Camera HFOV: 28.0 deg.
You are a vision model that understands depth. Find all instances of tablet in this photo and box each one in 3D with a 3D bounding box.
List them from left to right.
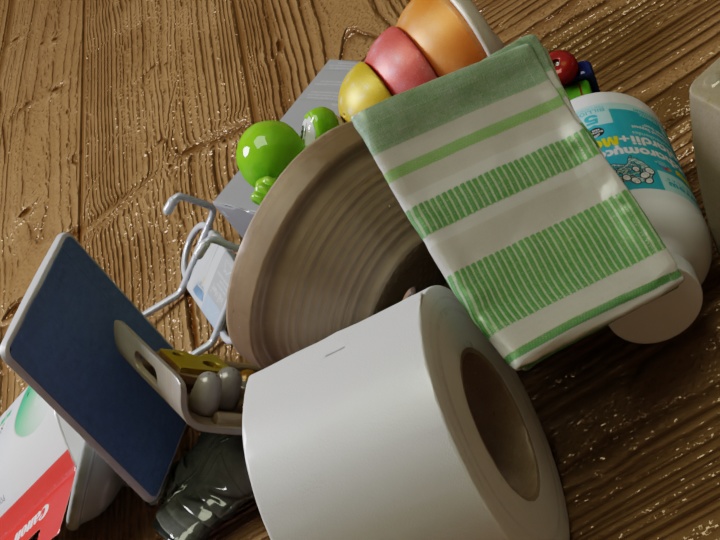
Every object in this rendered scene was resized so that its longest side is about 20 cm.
[{"bbox_3d":[-0.204,0.080,1.164,0.014,0.200,0.131,-12,42,32],"label":"tablet"}]

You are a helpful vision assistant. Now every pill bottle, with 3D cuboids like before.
[{"bbox_3d":[0.194,-0.037,1.070,0.110,0.111,0.201,-29,36,16],"label":"pill bottle"}]

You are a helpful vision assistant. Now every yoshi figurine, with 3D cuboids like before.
[{"bbox_3d":[-0.069,-0.045,1.250,0.112,0.112,0.202,3,84,42],"label":"yoshi figurine"}]

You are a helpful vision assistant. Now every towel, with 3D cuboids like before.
[{"bbox_3d":[0.106,-0.047,0.952,0.152,0.201,0.023,-26,-12,-20],"label":"towel"}]

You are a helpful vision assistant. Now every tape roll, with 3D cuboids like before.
[{"bbox_3d":[0.034,0.128,0.957,0.138,0.203,0.203,-26,36,19],"label":"tape roll"}]

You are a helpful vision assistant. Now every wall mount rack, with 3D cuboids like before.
[{"bbox_3d":[-0.176,0.027,1.396,0.175,0.074,0.200,-65,30,14],"label":"wall mount rack"}]

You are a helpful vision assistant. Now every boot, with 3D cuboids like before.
[{"bbox_3d":[-0.101,0.183,1.161,0.131,0.068,0.200,-50,29,-3],"label":"boot"}]

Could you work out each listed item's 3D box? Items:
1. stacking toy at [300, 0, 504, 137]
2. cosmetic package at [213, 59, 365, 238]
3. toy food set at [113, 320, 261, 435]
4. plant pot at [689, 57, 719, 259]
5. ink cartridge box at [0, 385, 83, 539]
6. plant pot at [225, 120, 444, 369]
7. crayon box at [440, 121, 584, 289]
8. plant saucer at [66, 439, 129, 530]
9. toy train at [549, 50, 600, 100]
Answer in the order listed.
[{"bbox_3d":[0.029,-0.159,1.311,0.199,0.147,0.146,-32,33,-7],"label":"stacking toy"},{"bbox_3d":[-0.037,-0.106,1.398,0.107,0.090,0.201,17,66,51],"label":"cosmetic package"},{"bbox_3d":[-0.085,0.079,1.155,0.143,0.199,0.061,32,108,54],"label":"toy food set"},{"bbox_3d":[0.328,-0.079,0.928,0.199,0.177,0.200,-41,33,-1],"label":"plant pot"},{"bbox_3d":[-0.304,0.181,1.317,0.161,0.050,0.201,-43,25,37],"label":"ink cartridge box"},{"bbox_3d":[0.000,0.000,1.059,0.092,0.201,0.201,31,72,25],"label":"plant pot"},{"bbox_3d":[0.102,-0.011,1.060,0.200,0.058,0.120,133,145,-63],"label":"crayon box"},{"bbox_3d":[-0.211,0.131,1.265,0.200,0.050,0.202,-167,90,-83],"label":"plant saucer"},{"bbox_3d":[0.114,-0.098,1.229,0.199,0.085,0.116,-17,52,12],"label":"toy train"}]
